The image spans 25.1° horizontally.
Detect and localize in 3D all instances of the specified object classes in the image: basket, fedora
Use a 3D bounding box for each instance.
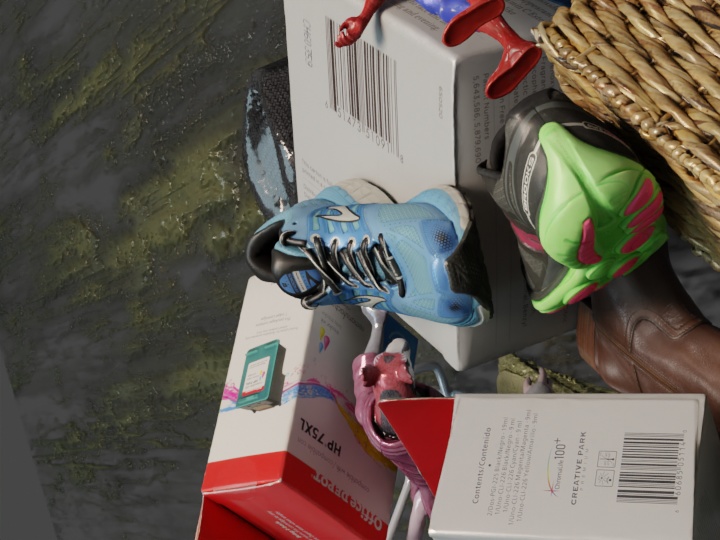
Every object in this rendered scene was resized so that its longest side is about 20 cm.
[{"bbox_3d":[0.204,-0.072,0.741,0.200,0.149,0.143,50,180,42],"label":"basket"},{"bbox_3d":[-0.032,-0.091,1.204,0.201,0.091,0.201,44,143,47],"label":"fedora"}]

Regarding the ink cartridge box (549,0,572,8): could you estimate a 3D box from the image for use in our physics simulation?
[{"bbox_3d":[0.062,-0.219,0.830,0.084,0.144,0.200,-58,45,21],"label":"ink cartridge box"}]

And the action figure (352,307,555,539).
[{"bbox_3d":[0.036,0.107,1.002,0.134,0.149,0.200,23,167,34],"label":"action figure"}]

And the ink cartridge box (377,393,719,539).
[{"bbox_3d":[0.110,0.149,0.864,0.200,0.175,0.084,60,-144,-49],"label":"ink cartridge box"}]

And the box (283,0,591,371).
[{"bbox_3d":[0.058,-0.082,0.967,0.199,0.130,0.201,41,141,50],"label":"box"}]

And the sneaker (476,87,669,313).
[{"bbox_3d":[0.101,-0.037,0.776,0.084,0.077,0.200,60,176,14],"label":"sneaker"}]

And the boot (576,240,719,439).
[{"bbox_3d":[0.185,0.028,0.847,0.200,0.064,0.187,46,155,50],"label":"boot"}]

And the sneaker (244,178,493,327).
[{"bbox_3d":[0.000,0.000,0.878,0.200,0.090,0.079,8,114,62],"label":"sneaker"}]

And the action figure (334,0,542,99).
[{"bbox_3d":[0.004,-0.144,0.837,0.065,0.099,0.200,46,-171,-42],"label":"action figure"}]

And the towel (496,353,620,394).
[{"bbox_3d":[0.147,0.141,1.039,0.200,0.036,0.149,23,127,60],"label":"towel"}]

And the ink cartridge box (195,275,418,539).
[{"bbox_3d":[-0.032,0.109,1.037,0.067,0.116,0.201,-13,52,34],"label":"ink cartridge box"}]

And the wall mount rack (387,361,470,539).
[{"bbox_3d":[0.037,0.157,1.242,0.200,0.074,0.175,-9,97,67],"label":"wall mount rack"}]
